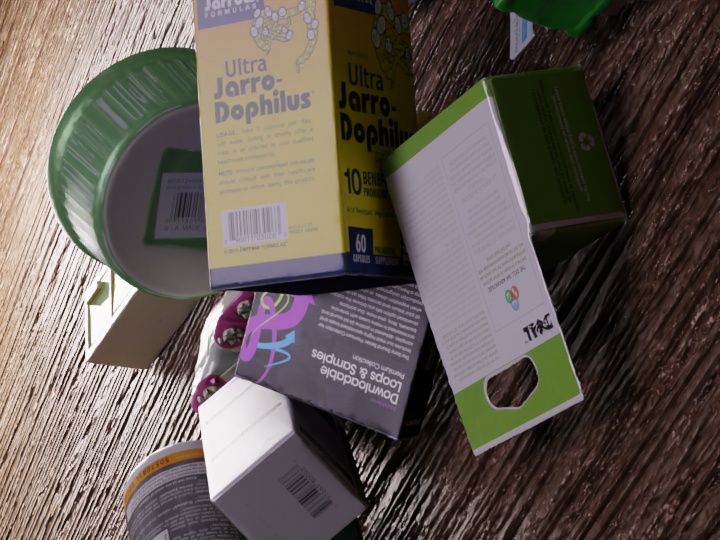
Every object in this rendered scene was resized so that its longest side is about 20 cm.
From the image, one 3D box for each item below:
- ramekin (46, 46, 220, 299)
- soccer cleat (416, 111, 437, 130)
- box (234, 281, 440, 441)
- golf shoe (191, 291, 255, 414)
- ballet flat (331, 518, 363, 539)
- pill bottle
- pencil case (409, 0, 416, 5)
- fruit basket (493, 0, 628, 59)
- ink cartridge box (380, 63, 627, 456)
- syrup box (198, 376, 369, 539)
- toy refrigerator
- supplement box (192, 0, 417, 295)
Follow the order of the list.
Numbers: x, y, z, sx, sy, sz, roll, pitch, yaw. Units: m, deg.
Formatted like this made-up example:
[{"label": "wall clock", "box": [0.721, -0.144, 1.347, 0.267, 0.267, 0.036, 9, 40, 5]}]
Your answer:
[{"label": "ramekin", "box": [-0.148, -0.074, 1.828, 0.098, 0.199, 0.201, 42, 121, 54]}, {"label": "soccer cleat", "box": [0.034, -0.011, 1.563, 0.084, 0.065, 0.201, 25, 103, 36]}, {"label": "box", "box": [0.000, 0.000, 1.528, 0.143, 0.036, 0.201, 20, 98, 30]}, {"label": "golf shoe", "box": [-0.092, 0.036, 1.808, 0.200, 0.075, 0.092, 123, 151, -43]}, {"label": "ballet flat", "box": [-0.036, 0.264, 1.609, 0.063, 0.068, 0.201, 133, 143, -77]}, {"label": "pill bottle", "box": [-0.119, 0.240, 1.744, 0.200, 0.116, 0.117, -105, 32, -45]}, {"label": "pencil case", "box": [-0.042, -0.247, 1.619, 0.088, 0.199, 0.089, -169, 90, -74]}, {"label": "fruit basket", "box": [0.143, -0.252, 1.361, 0.185, 0.093, 0.201, -48, 24, 52]}, {"label": "ink cartridge box", "box": [0.100, -0.004, 1.368, 0.148, 0.076, 0.201, -36, 68, 59]}, {"label": "syrup box", "box": [-0.058, 0.132, 1.594, 0.081, 0.079, 0.200, -40, 16, 6]}, {"label": "toy refrigerator", "box": [-0.200, 0.014, 2.074, 0.200, 0.070, 0.076, 131, 141, -53]}, {"label": "supplement box", "box": [-0.033, -0.088, 1.465, 0.109, 0.109, 0.201, -7, 85, 30]}]
